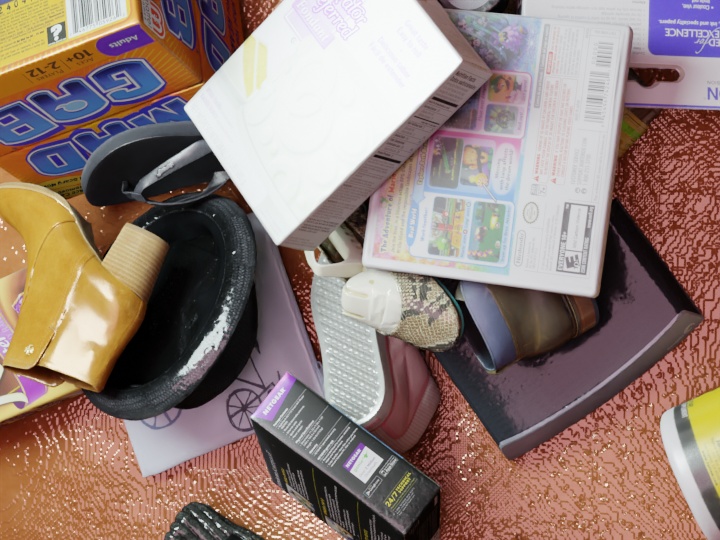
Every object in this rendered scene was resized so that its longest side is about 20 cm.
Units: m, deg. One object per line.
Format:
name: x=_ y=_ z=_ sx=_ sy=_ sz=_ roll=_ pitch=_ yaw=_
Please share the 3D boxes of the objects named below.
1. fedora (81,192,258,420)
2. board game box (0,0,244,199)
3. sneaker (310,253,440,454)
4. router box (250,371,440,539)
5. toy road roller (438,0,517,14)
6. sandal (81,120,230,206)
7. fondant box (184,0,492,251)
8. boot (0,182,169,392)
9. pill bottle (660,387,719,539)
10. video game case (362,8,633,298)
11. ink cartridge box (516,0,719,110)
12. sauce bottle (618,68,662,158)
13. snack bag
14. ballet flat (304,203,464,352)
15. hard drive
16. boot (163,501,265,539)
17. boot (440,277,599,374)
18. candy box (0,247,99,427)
fedora: x=-0.144 y=0.040 z=1.400 sx=0.199 sy=0.092 sz=0.202 roll=-17 pitch=56 yaw=27
board game box: x=-0.225 y=-0.207 z=1.377 sx=0.199 sy=0.200 sz=0.201 roll=-17 pitch=64 yaw=18
sneaker: x=0.015 y=0.060 z=1.404 sx=0.075 sy=0.105 sz=0.202 roll=-17 pitch=55 yaw=23
router box: x=-0.008 y=0.169 z=1.336 sx=0.149 sy=0.200 sz=0.051 roll=36 pitch=74 yaw=14
toy road roller: x=0.035 y=-0.191 z=1.364 sx=0.145 sy=0.123 sz=0.201 roll=32 pitch=95 yaw=15
sandal: x=-0.131 y=-0.087 z=1.365 sx=0.198 sy=0.076 sz=0.043 roll=-13 pitch=57 yaw=3
fondant box: x=-0.020 y=-0.134 z=1.266 sx=0.200 sy=0.058 sz=0.145 roll=-43 pitch=67 yaw=18
boot: x=-0.259 y=0.014 z=1.378 sx=0.200 sy=0.071 sz=0.145 roll=18 pitch=72 yaw=33
pill bottle: x=0.337 y=0.121 z=1.271 sx=0.199 sy=0.114 sz=0.115 roll=-25 pitch=82 yaw=15
video game case: x=0.101 y=-0.091 z=1.264 sx=0.180 sy=0.024 sz=0.202 roll=8 pitch=90 yaw=16
ink cartridge box: x=0.220 y=-0.219 z=1.310 sx=0.196 sy=0.043 sz=0.202 roll=3 pitch=81 yaw=0
sauce bottle: x=0.155 y=-0.081 z=1.358 sx=0.065 sy=0.065 sz=0.200 roll=47 pitch=107 yaw=12
snack bag: x=-0.135 y=0.059 z=1.470 sx=0.199 sy=0.021 sz=0.190 roll=-22 pitch=84 yaw=17
ballet flat: x=0.000 y=0.000 z=1.332 sx=0.200 sy=0.075 sz=0.068 roll=50 pitch=134 yaw=39
hard drive: x=0.160 y=0.049 z=1.365 sx=0.200 sy=0.042 sz=0.135 roll=-38 pitch=79 yaw=14
boot: x=-0.116 y=0.317 z=1.430 sx=0.157 sy=0.079 sz=0.213 roll=19 pitch=85 yaw=10
boot: x=0.096 y=-0.019 z=1.294 sx=0.097 sy=0.075 sz=0.201 roll=-33 pitch=92 yaw=-18
candy box: x=-0.304 y=0.069 z=1.494 sx=0.199 sy=0.056 sz=0.118 roll=-23 pitch=83 yaw=25
